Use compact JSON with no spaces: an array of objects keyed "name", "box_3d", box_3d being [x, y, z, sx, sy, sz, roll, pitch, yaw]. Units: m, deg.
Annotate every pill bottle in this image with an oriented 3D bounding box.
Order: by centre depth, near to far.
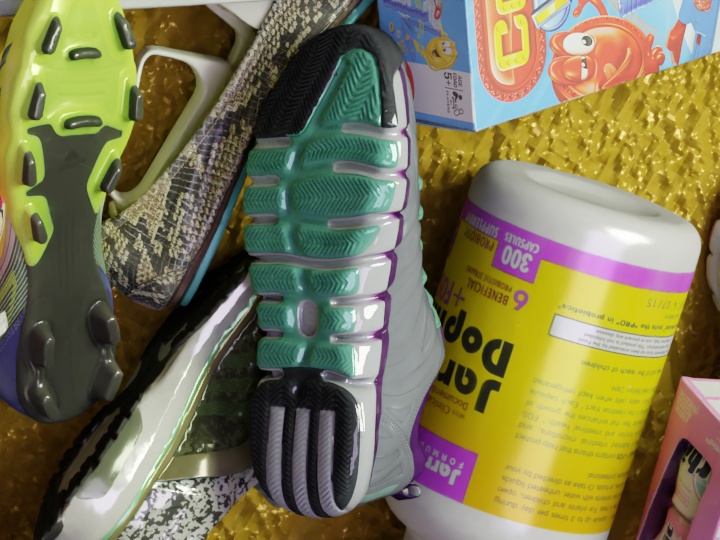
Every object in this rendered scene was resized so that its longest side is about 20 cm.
[{"name":"pill bottle","box_3d":[0.072,0.061,1.322,0.104,0.104,0.201,13,100,-22]}]

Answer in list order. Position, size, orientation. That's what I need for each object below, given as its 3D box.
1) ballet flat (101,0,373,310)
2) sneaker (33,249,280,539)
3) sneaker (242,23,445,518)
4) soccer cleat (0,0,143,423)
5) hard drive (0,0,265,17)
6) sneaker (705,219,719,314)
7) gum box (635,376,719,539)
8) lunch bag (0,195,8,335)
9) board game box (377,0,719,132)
[{"name":"ballet flat","box_3d":[-0.056,-0.080,1.272,0.075,0.068,0.201,33,95,-9]},{"name":"sneaker","box_3d":[-0.052,0.060,1.283,0.089,0.077,0.200,42,73,-14]},{"name":"sneaker","box_3d":[0.000,0.000,1.251,0.087,0.074,0.201,2,96,-57]},{"name":"soccer cleat","box_3d":[-0.134,-0.033,1.233,0.064,0.084,0.201,-16,123,-35]},{"name":"hard drive","box_3d":[-0.100,-0.172,1.214,0.199,0.027,0.133,-4,99,-4]},{"name":"sneaker","box_3d":[0.207,0.042,1.381,0.081,0.088,0.201,-2,106,-18]},{"name":"gum box","box_3d":[0.215,0.115,1.325,0.199,0.066,0.114,4,113,-23]},{"name":"lunch bag","box_3d":[-0.237,-0.014,1.160,0.199,0.176,0.082,4,100,-19]},{"name":"board game box","box_3d":[0.092,-0.178,1.259,0.195,0.056,0.201,-20,113,-38]}]
